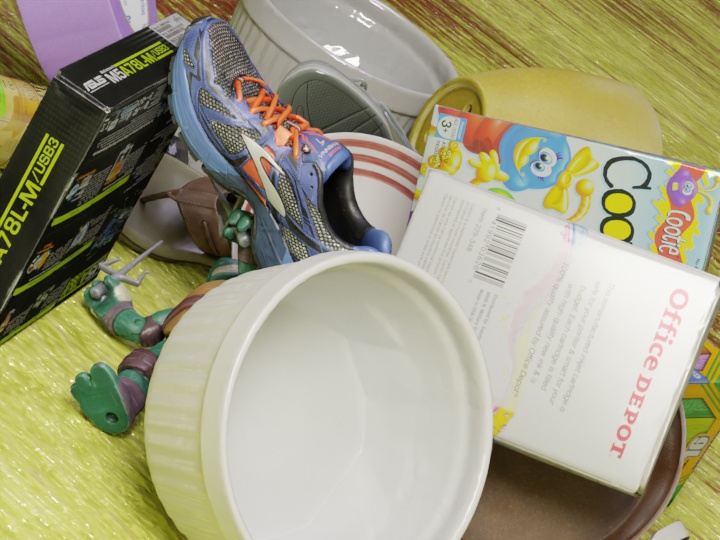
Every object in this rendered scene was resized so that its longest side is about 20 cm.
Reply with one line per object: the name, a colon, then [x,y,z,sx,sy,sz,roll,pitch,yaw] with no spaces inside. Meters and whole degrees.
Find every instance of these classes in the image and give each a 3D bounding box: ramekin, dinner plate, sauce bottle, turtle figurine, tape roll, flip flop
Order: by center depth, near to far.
ramekin: [-0.030,0.088,1.302,0.200,0.201,0.105,12,-7,-39]
turtle figurine: [-0.104,0.024,1.430,0.101,0.150,0.200,47,28,-15]
flip flop: [-0.096,-0.031,1.603,0.200,0.058,0.081,30,54,-15]
dinner plate: [0.000,0.000,1.605,0.200,0.024,0.201,8,69,-21]
sauce bottle: [-0.213,-0.095,1.606,0.200,0.065,0.065,11,30,-40]
tape roll: [-0.203,-0.226,1.641,0.065,0.201,0.200,-13,26,6]
ramekin: [-0.028,-0.161,1.902,0.200,0.105,0.200,27,23,-13]

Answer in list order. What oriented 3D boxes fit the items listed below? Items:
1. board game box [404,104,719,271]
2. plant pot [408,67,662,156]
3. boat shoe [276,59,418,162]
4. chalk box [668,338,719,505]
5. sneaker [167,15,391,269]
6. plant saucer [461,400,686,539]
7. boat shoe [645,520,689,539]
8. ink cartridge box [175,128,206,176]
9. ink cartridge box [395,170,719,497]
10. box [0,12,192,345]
board game box: [0.142,-0.040,1.549,0.199,0.103,0.105,14,5,10]
plant pot: [0.120,-0.081,1.808,0.142,0.200,0.200,21,24,-32]
boat shoe: [0.001,-0.088,1.681,0.202,0.074,0.065,44,20,-39]
chalk box: [0.158,0.089,1.623,0.200,0.125,0.124,1,37,-49]
sneaker: [-0.043,-0.069,1.373,0.200,0.078,0.075,59,35,-8]
plant saucer: [0.114,0.110,1.500,0.200,0.200,0.035,40,-18,19]
boat shoe: [0.164,0.217,1.441,0.060,0.074,0.200,54,32,13]
ink cartridge box: [-0.077,-0.073,1.726,0.200,0.068,0.115,35,23,5]
ink cartridge box: [0.113,0.042,1.448,0.199,0.148,0.086,22,-4,10]
box: [-0.175,-0.053,1.402,0.047,0.193,0.200,36,24,4]
